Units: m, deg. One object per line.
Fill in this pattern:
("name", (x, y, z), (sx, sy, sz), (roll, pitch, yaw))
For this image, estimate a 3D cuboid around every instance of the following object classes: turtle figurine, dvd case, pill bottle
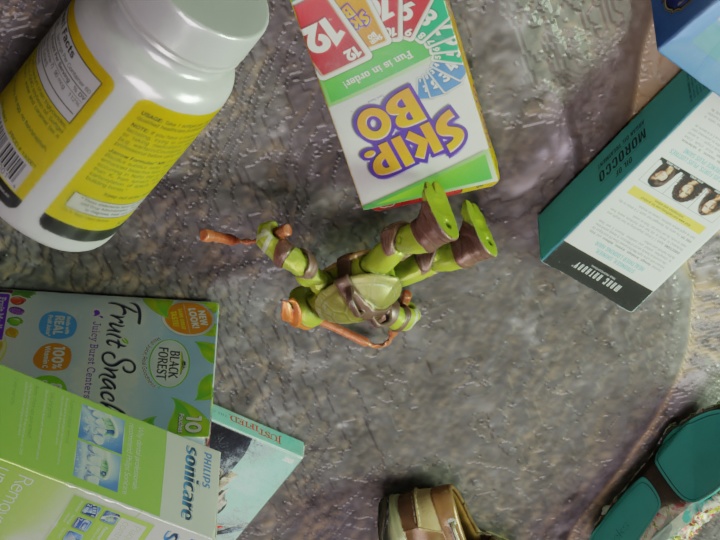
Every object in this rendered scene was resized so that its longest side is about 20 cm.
("turtle figurine", (0.000, 0.000, 1.637), (0.161, 0.065, 0.200), (-29, 138, 26))
("dvd case", (-0.153, 0.170, 1.835), (0.146, 0.022, 0.200), (25, 127, -21))
("pill bottle", (-0.151, -0.114, 1.523), (0.114, 0.115, 0.200), (28, 126, -23))

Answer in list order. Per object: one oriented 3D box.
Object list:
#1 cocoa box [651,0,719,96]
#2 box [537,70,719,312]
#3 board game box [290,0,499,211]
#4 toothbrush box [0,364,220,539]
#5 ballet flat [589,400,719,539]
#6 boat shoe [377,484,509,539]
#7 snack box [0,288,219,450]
("cocoa box", (0.287, -0.159, 1.472), (0.200, 0.132, 0.133), (32, 127, -26))
("box", (0.210, -0.065, 1.612), (0.082, 0.049, 0.200), (28, 125, -23))
("board game box", (0.025, -0.116, 1.583), (0.095, 0.030, 0.200), (-12, 133, 9))
("toothbrush box", (-0.211, 0.156, 1.590), (0.199, 0.086, 0.146), (23, 127, -20))
("ballet flat", (0.243, 0.160, 1.810), (0.064, 0.076, 0.200), (-1, 145, -42))
("boat shoe", (0.087, 0.237, 1.861), (0.074, 0.076, 0.200), (-25, 128, 16))
("snack box", (-0.200, 0.078, 1.672), (0.199, 0.143, 0.053), (4, 131, -3))
